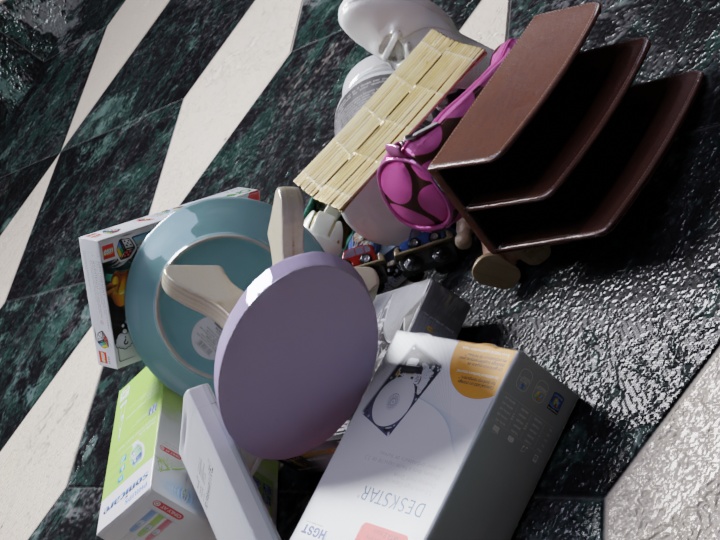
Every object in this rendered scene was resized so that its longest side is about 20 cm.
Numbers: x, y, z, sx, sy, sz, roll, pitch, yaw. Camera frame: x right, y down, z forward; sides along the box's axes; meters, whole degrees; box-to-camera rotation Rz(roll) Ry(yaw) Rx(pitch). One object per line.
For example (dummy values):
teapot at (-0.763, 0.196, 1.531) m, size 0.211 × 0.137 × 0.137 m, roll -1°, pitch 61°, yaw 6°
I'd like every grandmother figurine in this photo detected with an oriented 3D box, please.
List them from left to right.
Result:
grandmother figurine at (0.126, -0.072, 1.476) m, size 0.121 × 0.061 × 0.200 m, roll -33°, pitch 32°, yaw 16°

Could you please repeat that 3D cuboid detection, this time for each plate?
plate at (-0.119, 0.033, 1.495) m, size 0.200 × 0.200 × 0.026 m, roll -51°, pitch 3°, yaw 8°

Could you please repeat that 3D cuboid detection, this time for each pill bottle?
pill bottle at (0.031, -0.124, 1.598) m, size 0.114 × 0.114 × 0.200 m, roll -43°, pitch 28°, yaw 25°

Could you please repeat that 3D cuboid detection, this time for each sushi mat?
sushi mat at (0.025, -0.138, 1.493) m, size 0.200 × 0.012 × 0.096 m, roll -48°, pitch 36°, yaw -4°

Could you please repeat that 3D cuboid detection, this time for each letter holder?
letter holder at (0.175, -0.123, 1.341) m, size 0.142 × 0.101 × 0.200 m, roll -7°, pitch 40°, yaw 49°

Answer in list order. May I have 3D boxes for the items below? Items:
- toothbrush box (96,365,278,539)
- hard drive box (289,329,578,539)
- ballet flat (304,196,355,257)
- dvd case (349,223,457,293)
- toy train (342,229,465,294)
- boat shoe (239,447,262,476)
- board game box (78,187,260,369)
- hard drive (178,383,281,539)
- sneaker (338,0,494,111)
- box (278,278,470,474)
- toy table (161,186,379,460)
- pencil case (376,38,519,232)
toothbrush box at (-0.158, 0.191, 1.549) m, size 0.086 × 0.146 × 0.200 m, roll -41°, pitch 27°, yaw 27°
hard drive box at (0.055, 0.156, 1.265) m, size 0.156 × 0.077 × 0.200 m, roll 6°, pitch 64°, yaw 53°
ballet flat at (-0.036, -0.042, 1.602) m, size 0.200 × 0.067 × 0.070 m, roll -66°, pitch -9°, yaw -50°
dvd case at (0.029, -0.030, 1.643) m, size 0.200 × 0.018 × 0.143 m, roll -42°, pitch 27°, yaw 29°
toy train at (0.000, 0.000, 1.526) m, size 0.200 × 0.034 × 0.046 m, roll -17°, pitch 63°, yaw 1°
boat shoe at (-0.078, 0.107, 1.471) m, size 0.200 × 0.073 × 0.062 m, roll -55°, pitch 5°, yaw 17°
board game box at (-0.174, 0.004, 1.577) m, size 0.035 × 0.126 × 0.200 m, roll 11°, pitch 24°, yaw 44°
hard drive at (-0.101, 0.209, 1.365) m, size 0.132 × 0.027 × 0.200 m, roll 105°, pitch 142°, yaw -59°
sneaker at (0.066, -0.197, 1.563) m, size 0.075 × 0.200 × 0.089 m, roll -55°, pitch 11°, yaw 46°
box at (0.003, 0.099, 1.468) m, size 0.200 × 0.048 × 0.159 m, roll -18°, pitch 43°, yaw 61°
toy table at (-0.064, 0.041, 1.333) m, size 0.200 × 0.184 × 0.117 m, roll -64°, pitch 29°, yaw 31°
pencil case at (0.101, -0.124, 1.428) m, size 0.091 × 0.094 × 0.200 m, roll -4°, pitch 35°, yaw 50°
